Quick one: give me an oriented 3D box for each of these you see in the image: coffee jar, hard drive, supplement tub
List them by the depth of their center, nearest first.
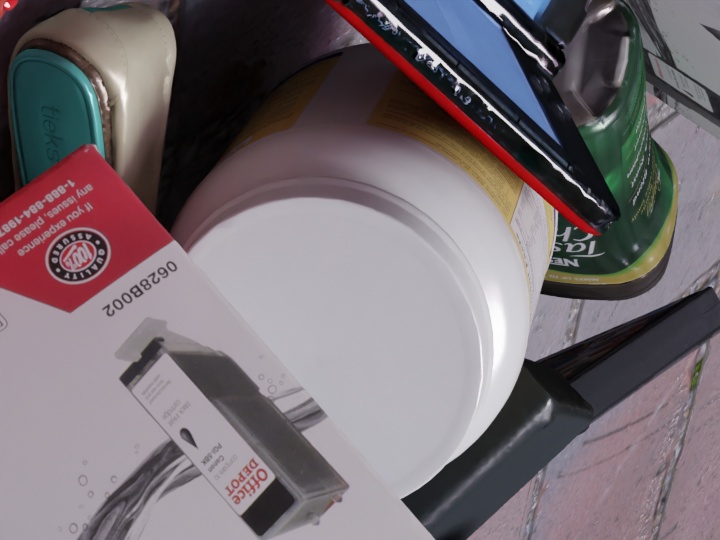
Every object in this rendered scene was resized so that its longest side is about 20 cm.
[{"bbox_3d":[0.000,0.000,1.008,0.200,0.145,0.146,-63,175,-69],"label":"supplement tub"},{"bbox_3d":[0.015,0.118,1.115,0.200,0.033,0.140,-43,168,5],"label":"hard drive"},{"bbox_3d":[0.096,-0.057,1.235,0.200,0.104,0.086,60,39,-62],"label":"coffee jar"}]

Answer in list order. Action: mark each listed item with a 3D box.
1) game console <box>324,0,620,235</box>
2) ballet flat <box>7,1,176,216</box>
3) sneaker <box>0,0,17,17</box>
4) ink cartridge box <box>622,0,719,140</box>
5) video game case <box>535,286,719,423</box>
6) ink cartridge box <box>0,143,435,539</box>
[{"bbox_3d":[0.054,-0.142,0.974,0.119,0.173,0.200,-40,129,15],"label":"game console"},{"bbox_3d":[-0.101,-0.016,0.976,0.069,0.069,0.201,-33,145,-42],"label":"ballet flat"},{"bbox_3d":[-0.127,-0.085,0.831,0.115,0.078,0.201,-17,134,-53],"label":"sneaker"},{"bbox_3d":[0.172,-0.129,1.190,0.083,0.200,0.145,-49,154,-10],"label":"ink cartridge box"},{"bbox_3d":[0.071,0.078,1.313,0.180,0.026,0.200,-26,-178,42],"label":"video game case"},{"bbox_3d":[-0.084,0.083,0.846,0.147,0.200,0.083,-38,168,-24],"label":"ink cartridge box"}]
